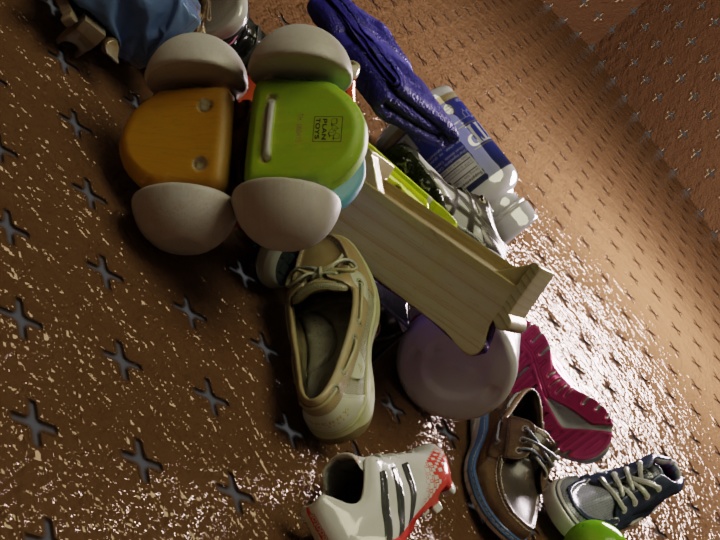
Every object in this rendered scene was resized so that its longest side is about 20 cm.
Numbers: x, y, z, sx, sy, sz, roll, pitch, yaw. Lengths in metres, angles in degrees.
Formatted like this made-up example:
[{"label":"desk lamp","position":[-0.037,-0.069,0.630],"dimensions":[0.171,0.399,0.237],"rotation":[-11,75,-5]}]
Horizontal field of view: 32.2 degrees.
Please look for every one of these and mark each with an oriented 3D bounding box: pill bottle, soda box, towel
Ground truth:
[{"label":"pill bottle","position":[0.102,0.053,1.221],"dimensions":[0.113,0.113,0.200],"rotation":[46,22,-9]},{"label":"pill bottle","position":[0.123,-0.116,1.541],"dimensions":[0.200,0.120,0.120],"rotation":[52,21,4]},{"label":"soda box","position":[0.000,0.000,1.176],"dimensions":[0.071,0.063,0.200],"rotation":[41,22,-22]},{"label":"towel","position":[0.031,-0.234,1.437],"dimensions":[0.147,0.050,0.200],"rotation":[20,31,-47]}]

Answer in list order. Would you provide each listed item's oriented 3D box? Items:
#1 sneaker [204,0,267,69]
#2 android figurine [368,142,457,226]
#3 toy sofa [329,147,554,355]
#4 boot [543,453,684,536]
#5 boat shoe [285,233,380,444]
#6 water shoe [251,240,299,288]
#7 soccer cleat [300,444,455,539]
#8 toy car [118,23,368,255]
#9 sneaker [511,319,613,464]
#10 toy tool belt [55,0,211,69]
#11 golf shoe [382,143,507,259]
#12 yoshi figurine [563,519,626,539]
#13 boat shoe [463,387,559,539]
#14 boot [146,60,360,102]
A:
[{"label":"sneaker","position":[-0.124,-0.239,1.251],"dimensions":[0.099,0.071,0.200],"rotation":[40,-2,-26]},{"label":"android figurine","position":[0.028,-0.087,1.326],"dimensions":[0.200,0.041,0.182],"rotation":[42,-2,-18]},{"label":"toy sofa","position":[0.062,-0.013,1.096],"dimensions":[0.200,0.098,0.083],"rotation":[35,6,17]},{"label":"boot","position":[0.259,0.222,1.265],"dimensions":[0.073,0.090,0.200],"rotation":[58,22,20]},{"label":"boat shoe","position":[-0.028,0.040,1.002],"dimensions":[0.063,0.073,0.202],"rotation":[60,23,-47]},{"label":"water shoe","position":[-0.078,-0.047,1.121],"dimensions":[0.078,0.072,0.200],"rotation":[19,26,3]},{"label":"soccer cleat","position":[0.014,0.163,0.929],"dimensions":[0.085,0.068,0.200],"rotation":[53,25,-3]},{"label":"toy car","position":[-0.083,-0.090,0.998],"dimensions":[0.150,0.199,0.176],"rotation":[52,39,-65]},{"label":"sneaker","position":[0.193,0.136,1.329],"dimensions":[0.200,0.081,0.088],"rotation":[54,-4,33]},{"label":"toy tool belt","position":[-0.217,-0.243,1.068],"dimensions":[0.200,0.125,0.123],"rotation":[32,19,-38]},{"label":"golf shoe","position":[0.098,-0.069,1.447],"dimensions":[0.201,0.078,0.094],"rotation":[56,43,-11]},{"label":"yoshi figurine","position":[0.251,0.287,1.158],"dimensions":[0.200,0.113,0.112],"rotation":[26,15,-42]},{"label":"boat shoe","position":[0.143,0.172,1.161],"dimensions":[0.072,0.072,0.200],"rotation":[42,22,-20]},{"label":"boot","position":[-0.095,-0.162,1.134],"dimensions":[0.199,0.108,0.075],"rotation":[5,25,-24]}]
